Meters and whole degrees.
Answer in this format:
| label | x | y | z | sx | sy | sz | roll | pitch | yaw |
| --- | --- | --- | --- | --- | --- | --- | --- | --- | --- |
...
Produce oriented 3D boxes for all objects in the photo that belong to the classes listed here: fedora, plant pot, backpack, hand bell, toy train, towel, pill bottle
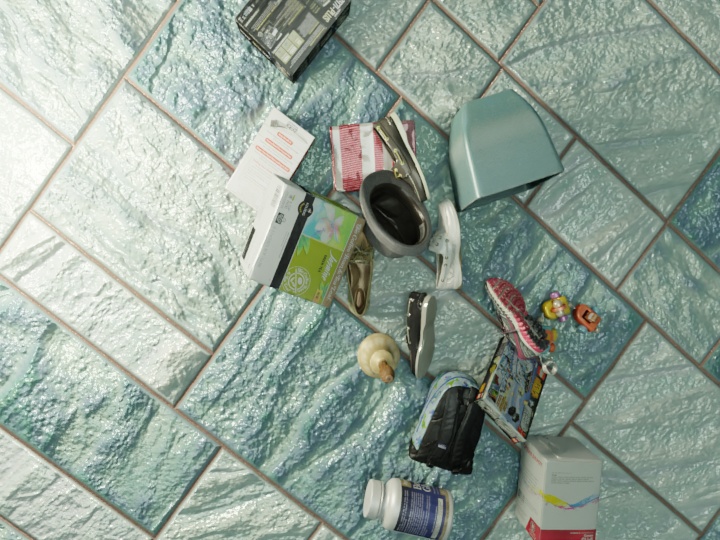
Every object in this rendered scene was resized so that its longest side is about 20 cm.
| label | x | y | z | sx | sy | sz | roll | pitch | yaw |
| --- | --- | --- | --- | --- | --- | --- | --- | --- | --- |
| fedora | 0.064 | -0.107 | 1.230 | 0.175 | 0.090 | 0.202 | -33 | 83 | -40 |
| plant pot | 0.288 | -0.262 | 1.207 | 0.190 | 0.196 | 0.206 | -16 | 89 | -3 |
| backpack | 0.208 | 0.334 | 1.285 | 0.158 | 0.155 | 0.206 | 13 | 114 | -4 |
| hand bell | 0.052 | 0.208 | 1.219 | 0.100 | 0.200 | 0.108 | -1 | 96 | -5 |
| toy train | 0.476 | 0.138 | 1.310 | 0.150 | 0.056 | 0.200 | 44 | 80 | -3 |
| towel | 0.031 | -0.256 | 1.263 | 0.193 | 0.023 | 0.149 | -5 | 95 | -4 |
| pill bottle | 0.109 | 0.547 | 1.301 | 0.194 | 0.111 | 0.115 | 15 | 94 | -7 |

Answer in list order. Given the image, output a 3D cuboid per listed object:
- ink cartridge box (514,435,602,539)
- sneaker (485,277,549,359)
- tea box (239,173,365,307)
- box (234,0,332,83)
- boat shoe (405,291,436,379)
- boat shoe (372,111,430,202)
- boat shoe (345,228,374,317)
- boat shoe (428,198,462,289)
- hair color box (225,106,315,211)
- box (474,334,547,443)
| label | x | y | z | sx | sy | sz | roll | pitch | yaw |
| --- | --- | --- | --- | --- | --- | --- | --- | --- | --- |
| ink cartridge box | 0.458 | 0.507 | 1.311 | 0.139 | 0.145 | 0.208 | 3 | 96 | -5 |
| sneaker | 0.341 | 0.108 | 1.283 | 0.079 | 0.075 | 0.204 | -14 | 67 | -39 |
| tea box | -0.124 | -0.063 | 1.180 | 0.192 | 0.133 | 0.205 | 19 | 99 | -26 |
| box | -0.140 | -0.537 | 1.189 | 0.163 | 0.086 | 0.201 | 40 | 91 | -7 |
| boat shoe | 0.132 | 0.148 | 1.291 | 0.059 | 0.073 | 0.207 | 15 | 115 | 34 |
| boat shoe | 0.091 | -0.237 | 1.226 | 0.059 | 0.072 | 0.206 | -24 | 89 | 2 |
| boat shoe | 0.000 | 0.000 | 1.264 | 0.071 | 0.063 | 0.207 | -5 | 95 | -4 |
| boat shoe | 0.187 | -0.056 | 1.271 | 0.067 | 0.071 | 0.207 | -7 | 97 | -6 |
| hair color box | -0.194 | -0.232 | 1.225 | 0.109 | 0.064 | 0.203 | 33 | 94 | -8 |
| box | 0.344 | 0.262 | 1.272 | 0.137 | 0.040 | 0.201 | 45 | 49 | -8 |
